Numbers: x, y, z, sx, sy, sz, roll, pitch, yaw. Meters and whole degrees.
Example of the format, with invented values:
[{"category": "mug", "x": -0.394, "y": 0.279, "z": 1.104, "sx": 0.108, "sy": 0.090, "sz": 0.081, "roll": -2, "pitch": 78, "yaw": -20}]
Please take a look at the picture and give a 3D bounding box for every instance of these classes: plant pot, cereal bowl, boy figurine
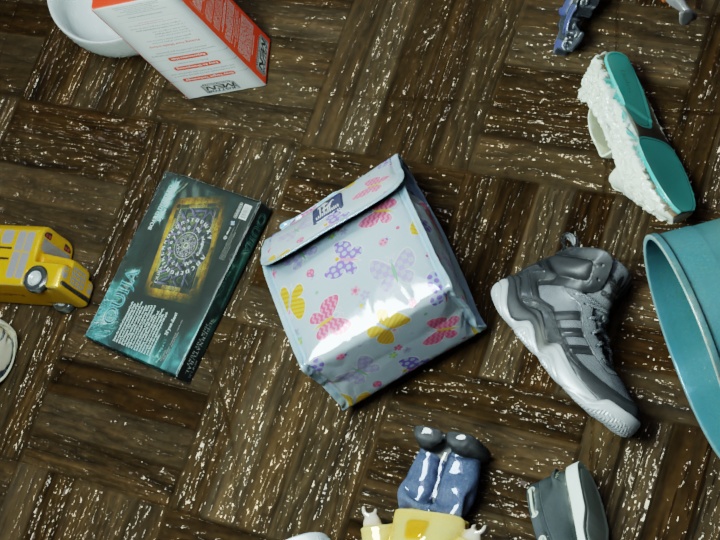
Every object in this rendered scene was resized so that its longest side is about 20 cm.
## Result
[{"category": "plant pot", "x": 0.355, "y": 0.034, "z": 1.402, "sx": 0.187, "sy": 0.200, "sz": 0.201, "roll": -20, "pitch": 59, "yaw": 0}, {"category": "cereal bowl", "x": -0.251, "y": -0.325, "z": 1.920, "sx": 0.199, "sy": 0.083, "sz": 0.202, "roll": -10, "pitch": 65, "yaw": 23}, {"category": "boy figurine", "x": 0.050, "y": 0.243, "z": 1.529, "sx": 0.124, "sy": 0.064, "sz": 0.201, "roll": 11, "pitch": 71, "yaw": 27}]

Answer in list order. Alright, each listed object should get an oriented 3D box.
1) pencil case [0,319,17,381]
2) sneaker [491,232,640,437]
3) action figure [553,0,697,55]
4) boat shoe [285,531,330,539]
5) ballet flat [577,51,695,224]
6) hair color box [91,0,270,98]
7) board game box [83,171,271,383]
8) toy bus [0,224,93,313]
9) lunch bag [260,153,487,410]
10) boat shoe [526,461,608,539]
[{"category": "pencil case", "x": -0.463, "y": 0.063, "z": 1.856, "sx": 0.199, "sy": 0.078, "sz": 0.090, "roll": 23, "pitch": 71, "yaw": 32}, {"category": "sneaker", "x": 0.209, "y": 0.050, "z": 1.525, "sx": 0.114, "sy": 0.075, "sz": 0.200, "roll": -43, "pitch": 54, "yaw": 6}, {"category": "action figure", "x": 0.265, "y": -0.295, "z": 1.663, "sx": 0.193, "sy": 0.104, "sz": 0.201, "roll": 31, "pitch": 111, "yaw": 40}, {"category": "boat shoe", "x": -0.111, "y": 0.306, "z": 1.576, "sx": 0.199, "sy": 0.072, "sz": 0.062, "roll": -26, "pitch": 56, "yaw": 11}, {"category": "ballet flat", "x": 0.254, "y": -0.114, "z": 1.593, "sx": 0.071, "sy": 0.072, "sz": 0.201, "roll": -25, "pitch": 57, "yaw": 15}, {"category": "hair color box", "x": -0.185, "y": -0.257, "z": 1.786, "sx": 0.101, "sy": 0.200, "sz": 0.062, "roll": -7, "pitch": 65, "yaw": 24}, {"category": "board game box", "x": -0.191, "y": 0.004, "z": 1.776, "sx": 0.135, "sy": 0.028, "sz": 0.201, "roll": 20, "pitch": 79, "yaw": 32}, {"category": "toy bus", "x": -0.383, "y": -0.005, "z": 1.855, "sx": 0.199, "sy": 0.065, "sz": 0.079, "roll": 3, "pitch": 68, "yaw": 28}, {"category": "lunch bag", "x": 0.000, "y": 0.000, "z": 1.627, "sx": 0.169, "sy": 0.127, "sz": 0.201, "roll": -29, "pitch": 52, "yaw": 10}, {"category": "boat shoe", "x": 0.182, "y": 0.258, "z": 1.443, "sx": 0.060, "sy": 0.076, "sz": 0.201, "roll": -25, "pitch": 39, "yaw": 21}]
